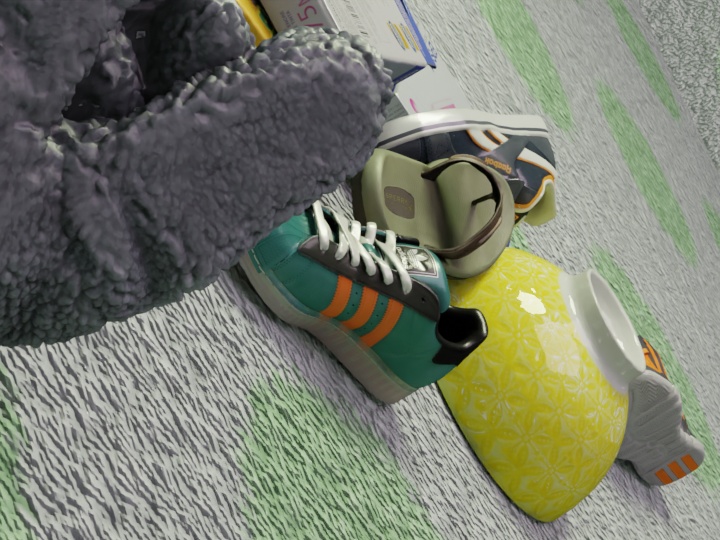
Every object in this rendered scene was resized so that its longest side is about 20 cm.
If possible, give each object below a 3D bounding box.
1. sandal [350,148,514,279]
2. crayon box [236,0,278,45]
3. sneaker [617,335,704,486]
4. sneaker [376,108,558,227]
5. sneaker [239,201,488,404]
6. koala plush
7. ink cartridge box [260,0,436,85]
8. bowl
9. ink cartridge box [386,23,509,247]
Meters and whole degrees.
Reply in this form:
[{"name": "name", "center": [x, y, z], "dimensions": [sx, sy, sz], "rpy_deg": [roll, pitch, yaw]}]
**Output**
[{"name": "sandal", "center": [0.058, -0.038, 1.186], "dimensions": [0.201, 0.057, 0.081], "rpy_deg": [0, 77, -64]}, {"name": "crayon box", "center": [-0.054, -0.127, 1.152], "dimensions": [0.126, 0.051, 0.200], "rpy_deg": [54, 19, -21]}, {"name": "sneaker", "center": [0.220, 0.098, 1.568], "dimensions": [0.113, 0.077, 0.200], "rpy_deg": [67, 7, 33]}, {"name": "sneaker", "center": [0.073, -0.065, 1.314], "dimensions": [0.199, 0.078, 0.080], "rpy_deg": [-5, 74, -46]}, {"name": "sneaker", "center": [0.000, 0.000, 1.052], "dimensions": [0.200, 0.079, 0.072], "rpy_deg": [42, 25, -46]}, {"name": "koala plush", "center": [-0.130, -0.065, 0.667], "dimensions": [0.199, 0.184, 0.178], "rpy_deg": [10, -41, 57]}, {"name": "ink cartridge box", "center": [-0.017, -0.174, 1.178], "dimensions": [0.120, 0.042, 0.200], "rpy_deg": [62, 19, 6]}, {"name": "bowl", "center": [0.130, 0.058, 1.292], "dimensions": [0.201, 0.107, 0.201], "rpy_deg": [52, 20, -27]}, {"name": "ink cartridge box", "center": [0.075, -0.077, 1.464], "dimensions": [0.201, 0.043, 0.197], "rpy_deg": [55, 18, -16]}]
